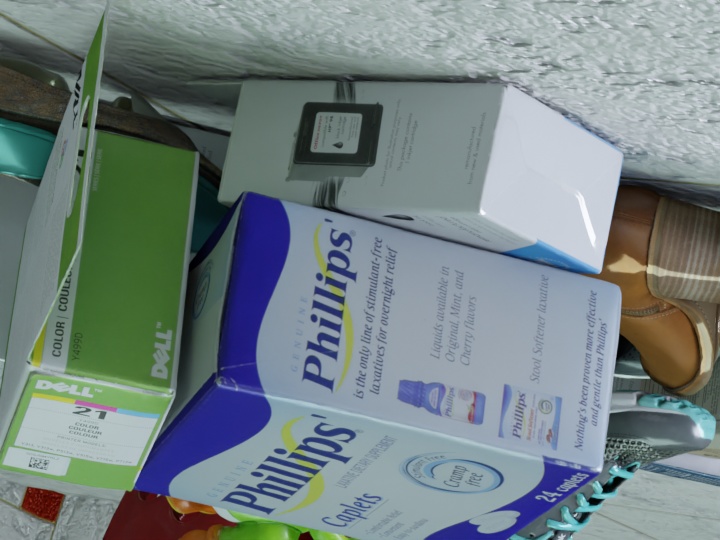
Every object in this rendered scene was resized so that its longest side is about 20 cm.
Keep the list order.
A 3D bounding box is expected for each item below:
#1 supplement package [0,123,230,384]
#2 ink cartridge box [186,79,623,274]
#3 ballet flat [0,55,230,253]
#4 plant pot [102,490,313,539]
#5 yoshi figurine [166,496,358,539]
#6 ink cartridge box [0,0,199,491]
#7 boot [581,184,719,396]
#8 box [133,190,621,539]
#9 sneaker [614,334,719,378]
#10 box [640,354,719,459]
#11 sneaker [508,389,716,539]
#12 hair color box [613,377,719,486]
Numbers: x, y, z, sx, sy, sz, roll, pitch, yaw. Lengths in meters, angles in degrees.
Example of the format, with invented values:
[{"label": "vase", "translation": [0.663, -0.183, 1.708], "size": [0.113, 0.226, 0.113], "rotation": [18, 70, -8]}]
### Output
[{"label": "supplement package", "translation": [-0.148, -0.003, 1.555], "size": [0.200, 0.152, 0.151], "rotation": [13, 170, -12]}, {"label": "ink cartridge box", "translation": [0.014, -0.047, 1.371], "size": [0.200, 0.067, 0.116], "rotation": [4, 168, 37]}, {"label": "ballet flat", "translation": [-0.144, -0.071, 1.428], "size": [0.200, 0.067, 0.068], "rotation": [22, 131, -22]}, {"label": "plant pot", "translation": [-0.049, 0.150, 1.739], "size": [0.200, 0.183, 0.200], "rotation": [18, 162, 6]}, {"label": "yoshi figurine", "translation": [-0.011, 0.114, 1.574], "size": [0.200, 0.112, 0.112], "rotation": [-30, 104, 31]}, {"label": "ink cartridge box", "translation": [-0.117, -0.007, 1.323], "size": [0.076, 0.148, 0.200], "rotation": [12, 145, -12]}, {"label": "boot", "translation": [0.125, 0.001, 1.499], "size": [0.155, 0.074, 0.200], "rotation": [11, 155, 3]}, {"label": "box", "translation": [0.002, 0.060, 1.382], "size": [0.200, 0.105, 0.184], "rotation": [14, 156, -14]}, {"label": "sneaker", "translation": [0.111, 0.034, 1.592], "size": [0.200, 0.084, 0.121], "rotation": [11, -159, 6]}, {"label": "box", "translation": [0.252, 0.062, 1.638], "size": [0.078, 0.095, 0.200], "rotation": [15, 171, -24]}, {"label": "sneaker", "translation": [0.116, 0.123, 1.595], "size": [0.200, 0.091, 0.078], "rotation": [-14, 164, 32]}, {"label": "hair color box", "translation": [0.240, 0.090, 1.781], "size": [0.200, 0.100, 0.061], "rotation": [13, 171, -6]}]
